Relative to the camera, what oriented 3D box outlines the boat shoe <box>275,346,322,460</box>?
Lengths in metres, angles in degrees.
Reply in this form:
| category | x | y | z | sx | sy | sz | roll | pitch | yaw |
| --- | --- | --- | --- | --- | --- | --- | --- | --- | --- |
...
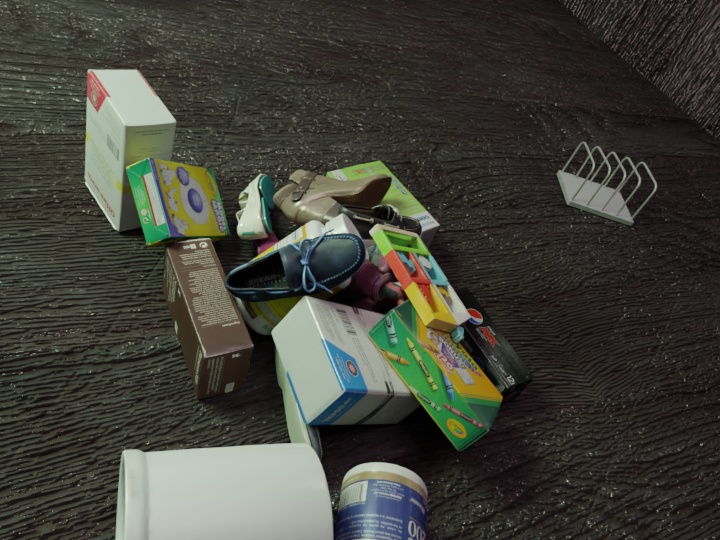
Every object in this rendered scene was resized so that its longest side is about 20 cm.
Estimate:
| category | x | y | z | sx | sy | sz | roll | pitch | yaw |
| --- | --- | --- | --- | --- | --- | --- | --- | --- | --- |
| boat shoe | -0.073 | 0.173 | 0.787 | 0.060 | 0.074 | 0.202 | -2 | 43 | -21 |

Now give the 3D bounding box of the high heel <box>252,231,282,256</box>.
| category | x | y | z | sx | sy | sz | roll | pitch | yaw |
| --- | --- | --- | --- | --- | --- | --- | --- | --- | --- |
| high heel | -0.085 | -0.039 | 0.994 | 0.195 | 0.069 | 0.097 | -18 | 45 | -19 |

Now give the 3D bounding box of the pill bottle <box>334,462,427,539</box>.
| category | x | y | z | sx | sy | sz | roll | pitch | yaw |
| --- | --- | --- | --- | --- | --- | --- | --- | --- | --- |
| pill bottle | 0.018 | 0.335 | 0.640 | 0.108 | 0.112 | 0.203 | 19 | 42 | -7 |

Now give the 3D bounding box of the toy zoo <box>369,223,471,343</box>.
| category | x | y | z | sx | sy | sz | roll | pitch | yaw |
| --- | --- | --- | --- | --- | --- | --- | --- | --- | --- |
| toy zoo | 0.100 | 0.020 | 0.870 | 0.130 | 0.020 | 0.203 | 8 | 47 | -55 |

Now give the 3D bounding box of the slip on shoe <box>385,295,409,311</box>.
| category | x | y | z | sx | sy | sz | roll | pitch | yaw |
| --- | --- | --- | --- | --- | --- | --- | --- | --- | --- |
| slip on shoe | 0.078 | 0.111 | 0.926 | 0.060 | 0.075 | 0.203 | -3 | 54 | -24 |

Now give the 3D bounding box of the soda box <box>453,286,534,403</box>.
| category | x | y | z | sx | sy | sz | roll | pitch | yaw |
| --- | --- | --- | --- | --- | --- | --- | --- | --- | --- |
| soda box | 0.201 | 0.126 | 0.972 | 0.069 | 0.064 | 0.202 | -10 | 54 | -34 |

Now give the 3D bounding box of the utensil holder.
| category | x | y | z | sx | sy | sz | roll | pitch | yaw |
| --- | --- | --- | --- | --- | --- | --- | --- | --- | --- |
| utensil holder | -0.144 | 0.269 | 0.587 | 0.195 | 0.172 | 0.173 | 4 | 46 | -24 |

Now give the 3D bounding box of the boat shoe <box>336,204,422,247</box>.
| category | x | y | z | sx | sy | sz | roll | pitch | yaw |
| --- | --- | --- | --- | --- | --- | --- | --- | --- | --- |
| boat shoe | 0.035 | -0.081 | 0.956 | 0.196 | 0.062 | 0.074 | -4 | 28 | -38 |

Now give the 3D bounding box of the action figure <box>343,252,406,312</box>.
| category | x | y | z | sx | sy | sz | roll | pitch | yaw |
| --- | --- | --- | --- | --- | --- | --- | --- | --- | --- |
| action figure | 0.000 | 0.000 | 0.922 | 0.197 | 0.137 | 0.148 | 23 | -3 | 37 |

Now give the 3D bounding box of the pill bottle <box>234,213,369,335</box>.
| category | x | y | z | sx | sy | sz | roll | pitch | yaw |
| --- | --- | --- | --- | --- | --- | --- | --- | --- | --- |
| pill bottle | -0.088 | 0.002 | 0.846 | 0.110 | 0.197 | 0.110 | 55 | 12 | -17 |

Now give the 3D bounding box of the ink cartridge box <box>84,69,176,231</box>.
| category | x | y | z | sx | sy | sz | roll | pitch | yaw |
| --- | --- | --- | --- | --- | --- | --- | --- | --- | --- |
| ink cartridge box | -0.372 | -0.189 | 0.908 | 0.082 | 0.202 | 0.146 | -18 | 56 | -41 |

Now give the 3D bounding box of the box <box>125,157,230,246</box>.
| category | x | y | z | sx | sy | sz | roll | pitch | yaw |
| --- | --- | --- | --- | --- | --- | --- | --- | --- | --- |
| box | -0.269 | -0.102 | 0.889 | 0.200 | 0.047 | 0.120 | -17 | 91 | -76 |

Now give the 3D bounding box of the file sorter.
| category | x | y | z | sx | sy | sz | roll | pitch | yaw |
| --- | --- | --- | --- | --- | --- | --- | --- | --- | --- |
| file sorter | 0.646 | -0.235 | 1.501 | 0.195 | 0.126 | 0.141 | 15 | 42 | -10 |

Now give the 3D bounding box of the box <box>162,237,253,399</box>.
| category | x | y | z | sx | sy | sz | roll | pitch | yaw |
| --- | --- | --- | --- | --- | --- | --- | --- | --- | --- |
| box | -0.221 | 0.064 | 0.804 | 0.073 | 0.101 | 0.202 | -10 | 52 | -31 |

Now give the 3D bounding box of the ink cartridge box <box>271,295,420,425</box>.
| category | x | y | z | sx | sy | sz | roll | pitch | yaw |
| --- | --- | --- | --- | --- | --- | --- | --- | --- | --- |
| ink cartridge box | -0.009 | 0.131 | 0.796 | 0.198 | 0.084 | 0.148 | 19 | 36 | -49 |

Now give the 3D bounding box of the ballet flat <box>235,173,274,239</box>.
| category | x | y | z | sx | sy | sz | roll | pitch | yaw |
| --- | --- | --- | --- | --- | --- | --- | --- | --- | --- |
| ballet flat | -0.191 | -0.116 | 1.019 | 0.068 | 0.071 | 0.202 | 12 | 30 | -14 |

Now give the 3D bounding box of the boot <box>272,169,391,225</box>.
| category | x | y | z | sx | sy | sz | roll | pitch | yaw |
| --- | --- | --- | --- | --- | --- | --- | --- | --- | --- |
| boot | -0.053 | -0.142 | 1.012 | 0.144 | 0.072 | 0.199 | 27 | 44 | 24 |

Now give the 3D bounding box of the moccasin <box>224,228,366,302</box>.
| category | x | y | z | sx | sy | sz | roll | pitch | yaw |
| --- | --- | --- | --- | --- | --- | --- | --- | --- | --- |
| moccasin | -0.087 | 0.004 | 0.753 | 0.068 | 0.196 | 0.082 | 17 | 52 | -74 |

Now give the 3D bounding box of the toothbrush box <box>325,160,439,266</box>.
| category | x | y | z | sx | sy | sz | roll | pitch | yaw |
| --- | --- | --- | --- | --- | --- | --- | --- | --- | --- |
| toothbrush box | 0.032 | -0.108 | 1.107 | 0.143 | 0.087 | 0.201 | -20 | 58 | -37 |

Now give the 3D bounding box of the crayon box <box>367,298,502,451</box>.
| category | x | y | z | sx | sy | sz | roll | pitch | yaw |
| --- | --- | --- | --- | --- | --- | --- | --- | --- | --- |
| crayon box | 0.109 | 0.137 | 0.809 | 0.201 | 0.058 | 0.118 | 51 | 23 | 9 |
